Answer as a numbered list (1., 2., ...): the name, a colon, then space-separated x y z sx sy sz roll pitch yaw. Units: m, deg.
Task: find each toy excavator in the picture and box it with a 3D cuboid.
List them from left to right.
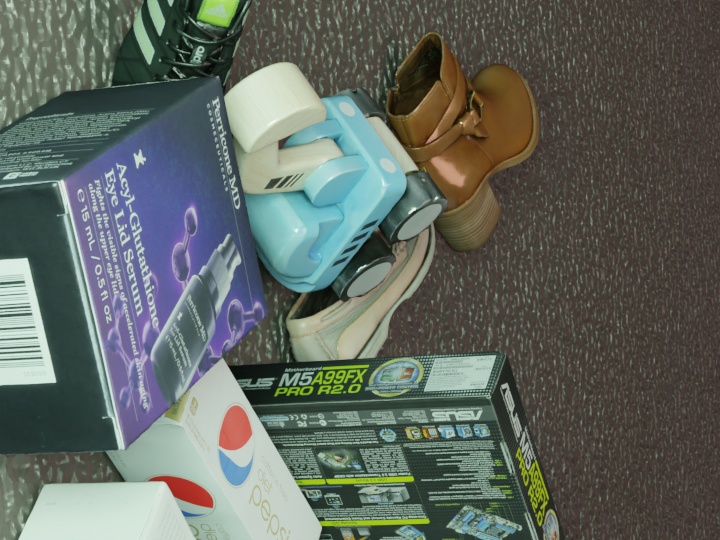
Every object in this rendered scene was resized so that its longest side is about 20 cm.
1. toy excavator: -0.037 -0.057 1.431 0.199 0.195 0.100 -15 63 -47

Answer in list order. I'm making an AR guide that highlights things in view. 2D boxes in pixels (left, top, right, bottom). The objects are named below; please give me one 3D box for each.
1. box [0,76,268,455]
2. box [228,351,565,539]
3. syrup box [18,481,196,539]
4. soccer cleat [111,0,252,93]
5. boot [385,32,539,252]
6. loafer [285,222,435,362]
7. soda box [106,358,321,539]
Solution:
1. box: -0.143 -0.007 1.218 0.200 0.103 0.149 -46 128 -60
2. box: 0.016 0.130 1.458 0.044 0.198 0.161 -67 144 -47
3. syrup box: -0.120 0.213 1.274 0.082 0.078 0.201 -70 148 -44
4. soccer cleat: -0.098 -0.141 1.325 0.081 0.067 0.202 -145 -110 -69
5. boot: 0.080 -0.135 1.820 0.201 0.073 0.155 -76 148 -41
6. loafer: 0.000 0.000 1.614 0.063 0.071 0.201 62 35 -31
7. soda box: -0.090 0.127 1.379 0.201 0.063 0.068 63 32 -43
